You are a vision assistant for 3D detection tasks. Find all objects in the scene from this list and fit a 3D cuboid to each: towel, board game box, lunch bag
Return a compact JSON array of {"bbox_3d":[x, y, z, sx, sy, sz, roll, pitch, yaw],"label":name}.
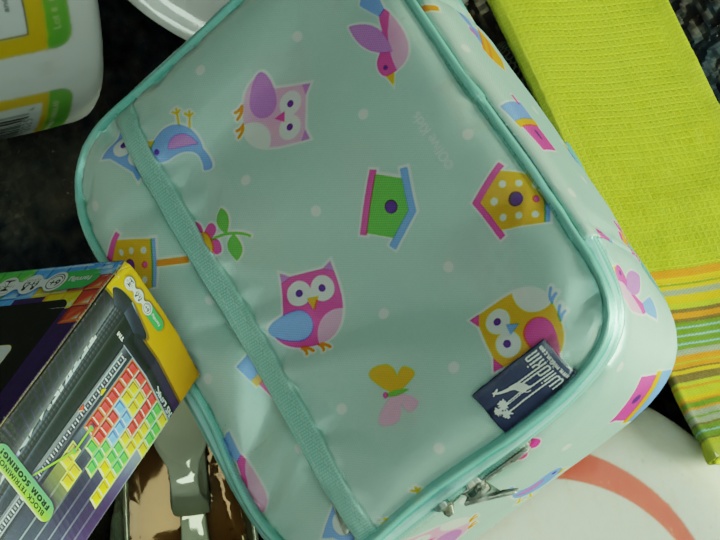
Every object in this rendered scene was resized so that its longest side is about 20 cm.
[{"bbox_3d":[0.117,-0.026,0.868,0.086,0.018,0.201,-10,68,-38],"label":"towel"},{"bbox_3d":[-0.175,0.076,0.786,0.057,0.199,0.166,59,45,-30],"label":"board game box"},{"bbox_3d":[0.000,0.000,0.808,0.160,0.077,0.200,-38,68,14],"label":"lunch bag"}]

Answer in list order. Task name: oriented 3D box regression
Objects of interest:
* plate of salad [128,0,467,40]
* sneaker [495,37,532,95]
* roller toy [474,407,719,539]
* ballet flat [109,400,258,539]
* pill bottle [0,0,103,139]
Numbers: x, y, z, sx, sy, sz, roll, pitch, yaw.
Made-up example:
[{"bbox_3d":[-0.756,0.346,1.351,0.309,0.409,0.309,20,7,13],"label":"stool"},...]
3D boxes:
[{"bbox_3d":[-0.026,-0.181,0.944,0.199,0.048,0.201,0,92,-7],"label":"plate of salad"},{"bbox_3d":[0.100,0.002,0.930,0.114,0.076,0.199,-44,87,-1],"label":"sneaker"},{"bbox_3d":[0.071,0.138,0.890,0.199,0.140,0.183,22,85,9],"label":"roller toy"},{"bbox_3d":[-0.070,0.101,0.925,0.067,0.062,0.201,-8,89,-4],"label":"ballet flat"},{"bbox_3d":[-0.205,-0.089,0.877,0.199,0.111,0.112,-14,89,-20],"label":"pill bottle"}]
